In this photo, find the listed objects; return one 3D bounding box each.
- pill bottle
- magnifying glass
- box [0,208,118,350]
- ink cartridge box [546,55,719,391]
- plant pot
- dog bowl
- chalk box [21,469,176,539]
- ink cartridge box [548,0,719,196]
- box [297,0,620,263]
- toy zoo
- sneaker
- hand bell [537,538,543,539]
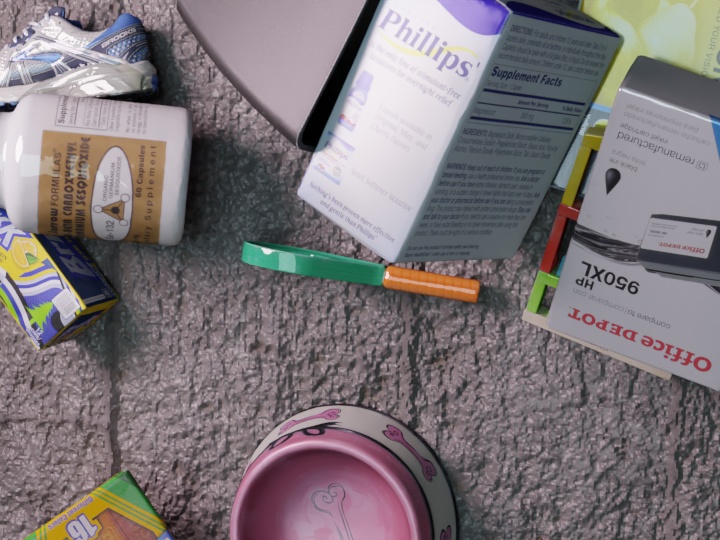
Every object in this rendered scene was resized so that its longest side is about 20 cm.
[{"bbox_3d":[-0.240,-0.086,1.344,0.197,0.114,0.116,5,97,-7],"label":"pill bottle"},{"bbox_3d":[0.000,0.000,1.344,0.198,0.080,0.023,12,94,4],"label":"magnifying glass"},{"bbox_3d":[-0.301,-0.032,1.420,0.064,0.070,0.201,-38,85,18],"label":"box"},{"bbox_3d":[0.234,-0.033,1.197,0.143,0.084,0.202,20,119,12],"label":"ink cartridge box"},{"bbox_3d":[-0.021,-0.215,1.270,0.177,0.199,0.201,34,104,25],"label":"plant pot"},{"bbox_3d":[-0.021,0.216,1.363,0.198,0.074,0.203,1,95,15],"label":"dog bowl"},{"bbox_3d":[-0.195,0.291,1.369,0.124,0.124,0.201,-35,83,-22],"label":"chalk box"},{"bbox_3d":[0.253,-0.137,1.270,0.198,0.047,0.200,17,100,15],"label":"ink cartridge box"},{"bbox_3d":[0.075,-0.117,1.222,0.105,0.183,0.202,35,109,27],"label":"box"},{"bbox_3d":[0.215,-0.025,1.270,0.130,0.020,0.202,22,118,12],"label":"toy zoo"},{"bbox_3d":[-0.269,-0.179,1.406,0.197,0.077,0.086,-4,84,9],"label":"sneaker"},{"bbox_3d":[0.214,0.286,1.309,0.199,0.104,0.105,38,104,22],"label":"hand bell"}]
